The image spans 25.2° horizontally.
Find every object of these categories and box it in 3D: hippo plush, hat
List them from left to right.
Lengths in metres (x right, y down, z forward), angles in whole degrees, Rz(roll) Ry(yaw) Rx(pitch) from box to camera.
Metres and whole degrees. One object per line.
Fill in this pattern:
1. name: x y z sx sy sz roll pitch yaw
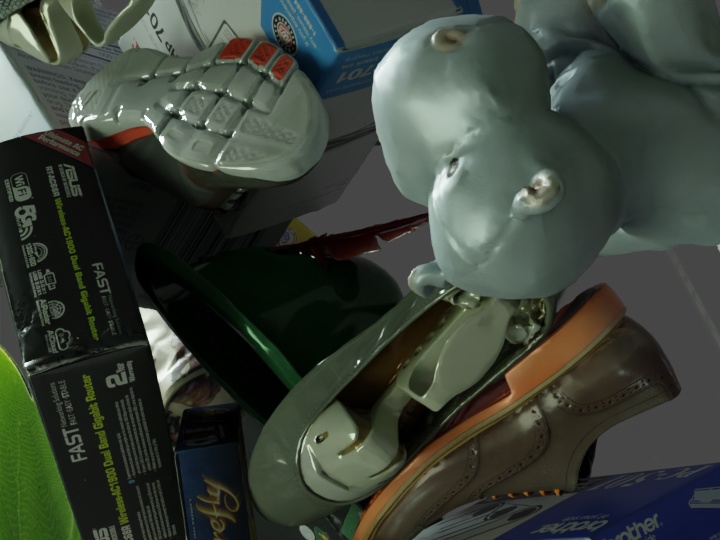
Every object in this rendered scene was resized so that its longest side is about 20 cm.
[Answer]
1. hat: 0.000 0.000 0.896 0.200 0.176 0.166 32 159 41
2. hippo plush: 0.081 -0.038 0.684 0.201 0.160 0.159 63 150 11

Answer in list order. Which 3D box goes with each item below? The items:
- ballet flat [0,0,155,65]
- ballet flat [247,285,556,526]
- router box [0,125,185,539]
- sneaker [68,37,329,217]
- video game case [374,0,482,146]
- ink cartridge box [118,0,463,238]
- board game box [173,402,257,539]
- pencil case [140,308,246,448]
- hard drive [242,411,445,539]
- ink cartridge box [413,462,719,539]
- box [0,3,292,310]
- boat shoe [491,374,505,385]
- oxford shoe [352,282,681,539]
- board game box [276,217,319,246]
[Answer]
1. ballet flat: -0.162 -0.149 0.876 0.200 0.072 0.072 -13 97 47
2. ballet flat: 0.016 0.060 0.774 0.067 0.200 0.064 38 -165 -20
3. router box: -0.146 0.045 0.864 0.200 0.062 0.150 87 165 -52
4. sneaker: -0.070 -0.067 0.830 0.200 0.077 0.082 19 154 51
5. video game case: 0.001 -0.141 0.898 0.200 0.018 0.144 -3 105 60
6. ink cartridge box: -0.046 -0.132 0.878 0.147 0.086 0.200 59 148 14
7. board game box: -0.070 0.182 0.878 0.135 0.034 0.201 -139 42 -84
8. pencil case: -0.139 0.038 1.081 0.090 0.078 0.200 -56 47 18
9. hard drive: -0.001 0.178 1.035 0.200 0.038 0.140 39 142 17
10. ink cartridge box: 0.102 0.142 0.834 0.200 0.094 0.044 -21 91 60
11. box: -0.170 -0.079 1.010 0.105 0.183 0.200 -54 49 23
12. boat shoe: 0.031 0.064 0.934 0.199 0.073 0.063 -2 97 46
13. oxford shoe: 0.073 0.095 0.814 0.073 0.071 0.200 46 120 0
14. board game box: -0.066 0.028 1.094 0.200 0.040 0.154 41 140 40
